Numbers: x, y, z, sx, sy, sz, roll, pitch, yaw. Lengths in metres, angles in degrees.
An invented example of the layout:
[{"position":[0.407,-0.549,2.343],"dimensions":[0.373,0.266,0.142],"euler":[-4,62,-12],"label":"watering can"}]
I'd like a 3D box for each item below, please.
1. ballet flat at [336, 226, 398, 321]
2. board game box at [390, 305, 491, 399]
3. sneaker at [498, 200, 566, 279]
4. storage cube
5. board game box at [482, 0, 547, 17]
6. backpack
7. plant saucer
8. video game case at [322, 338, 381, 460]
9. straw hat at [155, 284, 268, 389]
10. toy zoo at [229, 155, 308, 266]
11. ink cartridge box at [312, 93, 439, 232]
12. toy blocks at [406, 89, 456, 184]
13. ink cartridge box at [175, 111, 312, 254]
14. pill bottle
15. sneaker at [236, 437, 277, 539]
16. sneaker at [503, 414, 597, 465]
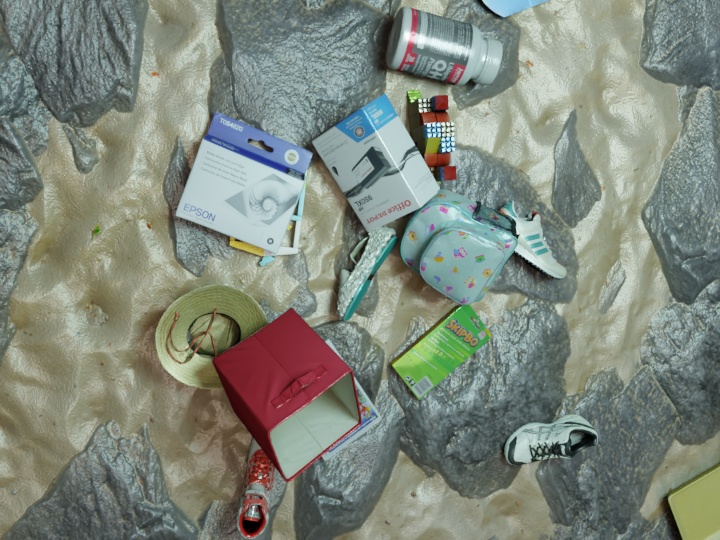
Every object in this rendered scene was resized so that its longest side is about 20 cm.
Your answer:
[{"position":[0.000,0.000,1.204],"dimensions":[0.071,0.072,0.201],"euler":[33,87,-13],"label":"ballet flat"},{"position":[0.164,0.160,1.265],"dimensions":[0.199,0.030,0.096],"euler":[-39,103,-2],"label":"board game box"},{"position":[0.350,-0.062,1.253],"dimensions":[0.199,0.070,0.094],"euler":[33,95,-10],"label":"sneaker"},{"position":[-0.122,0.212,1.070],"dimensions":[0.170,0.180,0.201],"euler":[-33,143,-22],"label":"storage cube"},{"position":[0.303,-0.585,1.203],"dimensions":[0.198,0.039,0.160],"euler":[-22,105,-3],"label":"board game box"},{"position":[0.174,-0.048,1.168],"dimensions":[0.199,0.154,0.177],"euler":[31,123,3],"label":"backpack"},{"position":[0.796,0.542,1.421],"dimensions":[0.198,0.048,0.202],"euler":[-25,101,-7],"label":"plant saucer"},{"position":[-0.068,0.256,1.235],"dimensions":[0.142,0.018,0.201],"euler":[-34,101,-6],"label":"video game case"},{"position":[-0.268,0.115,1.145],"dimensions":[0.198,0.085,0.204],"euler":[-1,95,-12],"label":"straw hat"},{"position":[-0.173,-0.108,1.171],"dimensions":[0.129,0.020,0.203],"euler":[7,95,-11],"label":"toy zoo"},{"position":[0.028,-0.190,1.131],"dimensions":[0.201,0.144,0.084],"euler":[57,45,-11],"label":"ink cartridge box"},{"position":[0.133,-0.242,1.157],"dimensions":[0.099,0.137,0.203],"euler":[-5,97,-10],"label":"toy blocks"},{"position":[-0.206,-0.157,1.128],"dimensions":[0.198,0.041,0.202],"euler":[20,92,-12],"label":"ink cartridge box"},{"position":[0.155,-0.407,1.155],"dimensions":[0.197,0.111,0.112],"euler":[10,95,-11],"label":"pill bottle"},{"position":[-0.188,0.399,1.182],"dimensions":[0.066,0.108,0.204],"euler":[15,93,-12],"label":"sneaker"},{"position":[0.398,0.359,1.303],"dimensions":[0.198,0.088,0.076],"euler":[-20,102,-7],"label":"sneaker"}]
